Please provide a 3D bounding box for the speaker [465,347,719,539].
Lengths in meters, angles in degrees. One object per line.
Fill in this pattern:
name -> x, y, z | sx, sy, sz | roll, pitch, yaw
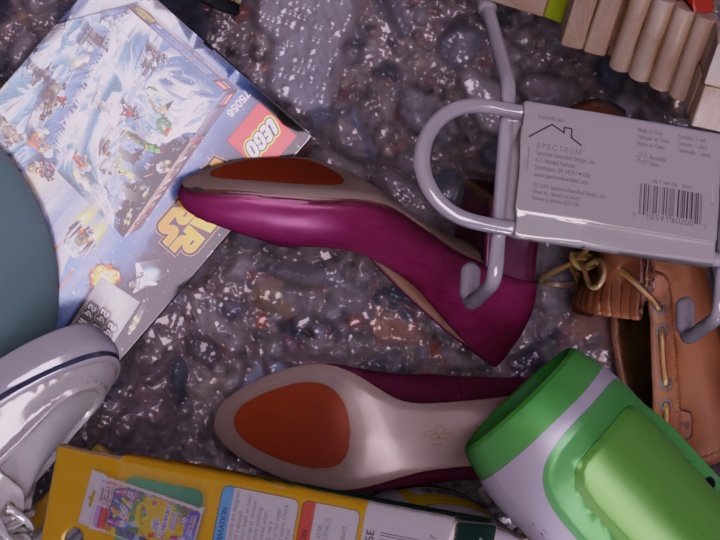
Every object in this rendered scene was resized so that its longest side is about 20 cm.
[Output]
speaker -> 0.142, 0.134, 1.055 | 0.088, 0.088, 0.200 | -43, 90, -3

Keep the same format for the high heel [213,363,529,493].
high heel -> 0.027, 0.085, 1.165 | 0.199, 0.096, 0.068 | 4, 86, 14

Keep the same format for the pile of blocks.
pile of blocks -> 0.139, -0.139, 1.090 | 0.200, 0.082, 0.062 | 34, 129, 24

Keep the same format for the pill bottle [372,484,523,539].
pill bottle -> 0.041, 0.170, 1.084 | 0.109, 0.200, 0.110 | 0, 93, -7

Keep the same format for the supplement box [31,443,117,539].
supplement box -> -0.098, 0.204, 1.085 | 0.131, 0.103, 0.200 | -43, 72, -4

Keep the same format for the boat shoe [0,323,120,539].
boat shoe -> -0.178, 0.116, 1.031 | 0.202, 0.075, 0.086 | -40, 64, 1

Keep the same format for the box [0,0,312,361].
box -> -0.140, -0.038, 1.133 | 0.137, 0.040, 0.200 | 41, 87, -6

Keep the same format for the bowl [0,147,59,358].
bowl -> -0.253, 0.016, 1.055 | 0.200, 0.105, 0.202 | 3, 109, 7

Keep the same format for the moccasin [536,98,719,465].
moccasin -> 0.140, 0.011, 1.158 | 0.077, 0.074, 0.202 | -18, 102, -14

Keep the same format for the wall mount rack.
wall mount rack -> 0.117, -0.060, 1.083 | 0.199, 0.075, 0.175 | 9, 73, -11

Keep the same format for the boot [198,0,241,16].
boot -> -0.026, -0.195, 1.127 | 0.203, 0.073, 0.154 | 24, 92, -7

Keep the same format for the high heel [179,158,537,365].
high heel -> 0.000, 0.000, 1.113 | 0.199, 0.067, 0.097 | 6, 108, -19

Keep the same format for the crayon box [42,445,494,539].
crayon box -> -0.049, 0.154, 0.977 | 0.199, 0.052, 0.126 | 8, 86, 26
